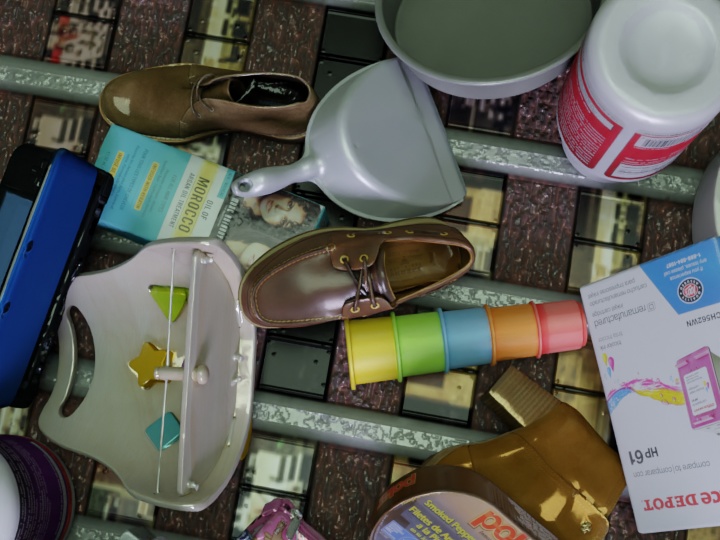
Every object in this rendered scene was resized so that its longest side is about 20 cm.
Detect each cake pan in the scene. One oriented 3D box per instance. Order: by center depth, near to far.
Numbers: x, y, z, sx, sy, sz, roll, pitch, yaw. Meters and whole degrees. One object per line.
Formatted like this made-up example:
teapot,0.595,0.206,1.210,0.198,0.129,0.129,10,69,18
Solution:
cake pan,0.111,-0.224,0.895,0.196,0.037,0.203,-5,58,9

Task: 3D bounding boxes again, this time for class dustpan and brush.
dustpan and brush,-0.016,-0.094,0.874,0.198,0.057,0.142,-18,86,-40

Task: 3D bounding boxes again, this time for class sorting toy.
sorting toy,-0.181,0.076,0.857,0.177,0.107,0.204,3,87,18

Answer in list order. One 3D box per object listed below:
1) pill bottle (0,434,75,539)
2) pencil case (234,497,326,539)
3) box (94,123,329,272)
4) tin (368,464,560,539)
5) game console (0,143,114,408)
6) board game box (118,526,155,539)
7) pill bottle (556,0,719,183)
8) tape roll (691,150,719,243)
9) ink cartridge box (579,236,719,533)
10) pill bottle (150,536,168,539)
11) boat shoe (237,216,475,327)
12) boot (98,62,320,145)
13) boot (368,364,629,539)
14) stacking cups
pill bottle,-0.291,0.177,0.785,0.110,0.200,0.115,0,79,1
pencil case,-0.016,0.267,0.820,0.199,0.087,0.083,39,61,7
box,-0.132,-0.047,0.897,0.197,0.049,0.084,21,81,6
tin,0.091,0.222,0.797,0.112,0.042,0.200,-38,112,24
game console,-0.282,-0.004,0.822,0.169,0.118,0.203,19,86,32
board game box,-0.144,0.321,0.824,0.199,0.064,0.148,36,83,7
pill bottle,0.214,-0.135,0.825,0.110,0.200,0.115,0,80,1
tape roll,0.379,-0.040,0.868,0.198,0.071,0.207,0,79,2
ink cartridge box,0.264,0.089,0.804,0.083,0.144,0.204,-6,78,-34
pill bottle,-0.214,0.270,0.748,0.197,0.112,0.113,-26,80,-2
boat shoe,0.000,0.000,0.843,0.197,0.067,0.073,-14,102,-20
boot,-0.132,-0.150,0.904,0.196,0.075,0.075,2,81,3
boot,0.113,0.190,0.836,0.144,0.071,0.201,43,81,8
stacking cups,0.086,0.060,0.868,0.196,0.061,0.062,-4,79,-1
